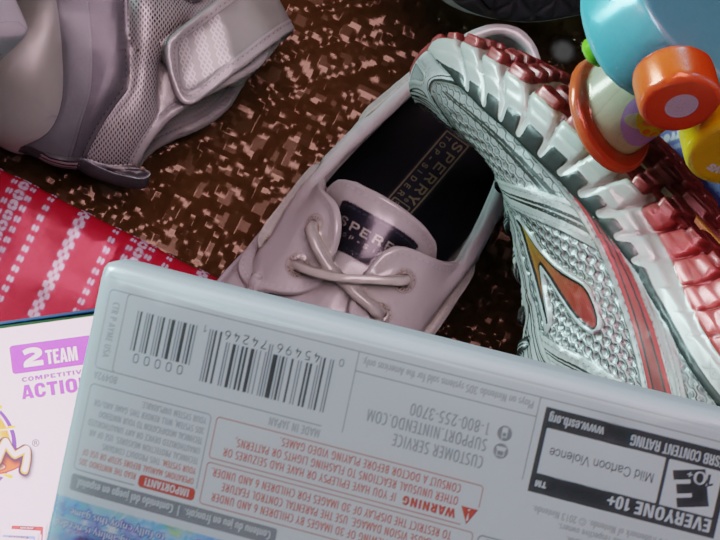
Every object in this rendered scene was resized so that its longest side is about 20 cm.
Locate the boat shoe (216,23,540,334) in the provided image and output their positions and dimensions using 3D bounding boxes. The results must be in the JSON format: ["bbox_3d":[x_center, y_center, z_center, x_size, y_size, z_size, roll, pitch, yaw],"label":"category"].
[{"bbox_3d":[0.000,0.000,0.938,0.072,0.066,0.200,36,59,8],"label":"boat shoe"}]

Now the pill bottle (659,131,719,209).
[{"bbox_3d":[0.137,0.026,0.943,0.111,0.111,0.200,0,72,-9],"label":"pill bottle"}]

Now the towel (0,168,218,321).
[{"bbox_3d":[-0.105,0.047,0.947,0.200,0.022,0.145,26,69,1],"label":"towel"}]

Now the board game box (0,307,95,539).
[{"bbox_3d":[-0.134,0.120,0.888,0.153,0.040,0.200,-7,79,-5],"label":"board game box"}]

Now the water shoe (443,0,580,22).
[{"bbox_3d":[0.102,-0.125,1.008,0.200,0.072,0.079,3,32,-27],"label":"water shoe"}]

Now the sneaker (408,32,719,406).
[{"bbox_3d":[0.068,0.007,0.877,0.082,0.078,0.200,-46,58,16],"label":"sneaker"}]

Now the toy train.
[{"bbox_3d":[0.092,-0.092,0.870,0.150,0.056,0.200,56,33,4],"label":"toy train"}]

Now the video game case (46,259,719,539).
[{"bbox_3d":[0.004,0.107,0.814,0.200,0.024,0.182,14,95,17],"label":"video game case"}]

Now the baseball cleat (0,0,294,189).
[{"bbox_3d":[-0.064,-0.123,0.995,0.106,0.070,0.200,20,79,-8],"label":"baseball cleat"}]

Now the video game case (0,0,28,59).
[{"bbox_3d":[-0.186,-0.079,0.896,0.018,0.200,0.143,-10,69,-47],"label":"video game case"}]
